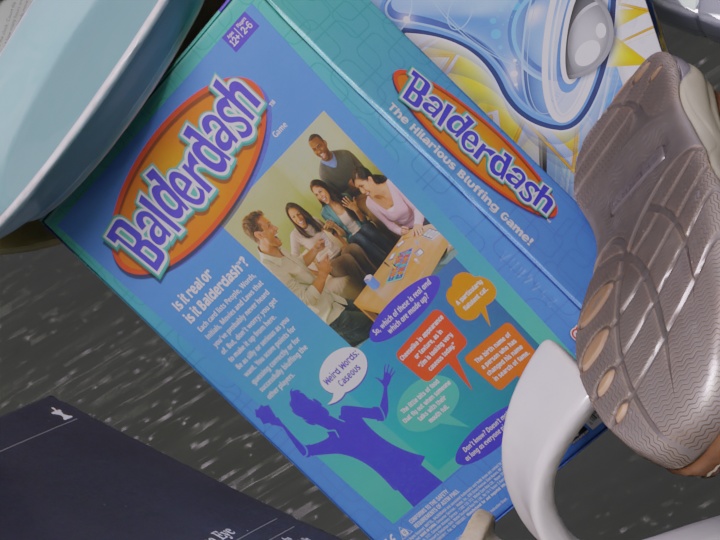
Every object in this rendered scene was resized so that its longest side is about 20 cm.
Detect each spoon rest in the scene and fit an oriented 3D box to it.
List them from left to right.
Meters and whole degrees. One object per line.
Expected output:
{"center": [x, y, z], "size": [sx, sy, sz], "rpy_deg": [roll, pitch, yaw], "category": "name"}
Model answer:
{"center": [0.119, 0.099, 0.922], "size": [0.061, 0.200, 0.099], "rpy_deg": [-50, 30, 7], "category": "spoon rest"}

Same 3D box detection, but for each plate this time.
{"center": [-0.098, -0.081, 0.987], "size": [0.026, 0.200, 0.201], "rpy_deg": [33, 89, -20], "category": "plate"}

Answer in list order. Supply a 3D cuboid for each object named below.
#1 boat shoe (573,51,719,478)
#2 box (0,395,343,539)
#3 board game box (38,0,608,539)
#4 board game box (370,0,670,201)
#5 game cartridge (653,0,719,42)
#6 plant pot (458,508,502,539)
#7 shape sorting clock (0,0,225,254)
{"center": [0.118, 0.000, 0.881], "size": [0.072, 0.200, 0.076], "rpy_deg": [32, 122, -17], "category": "boat shoe"}
{"center": [-0.097, 0.145, 0.950], "size": [0.182, 0.200, 0.105], "rpy_deg": [25, 108, 18], "category": "box"}
{"center": [0.000, 0.000, 0.970], "size": [0.200, 0.045, 0.152], "rpy_deg": [44, 130, -3], "category": "board game box"}
{"center": [0.049, -0.060, 0.988], "size": [0.135, 0.034, 0.201], "rpy_deg": [-17, 113, 12], "category": "board game box"}
{"center": [0.195, -0.145, 1.024], "size": [0.199, 0.041, 0.134], "rpy_deg": [5, 85, 16], "category": "game cartridge"}
{"center": [0.088, 0.208, 0.916], "size": [0.183, 0.200, 0.201], "rpy_deg": [21, 85, 6], "category": "plant pot"}
{"center": [-0.136, -0.101, 1.102], "size": [0.199, 0.039, 0.201], "rpy_deg": [-4, 72, 14], "category": "shape sorting clock"}
